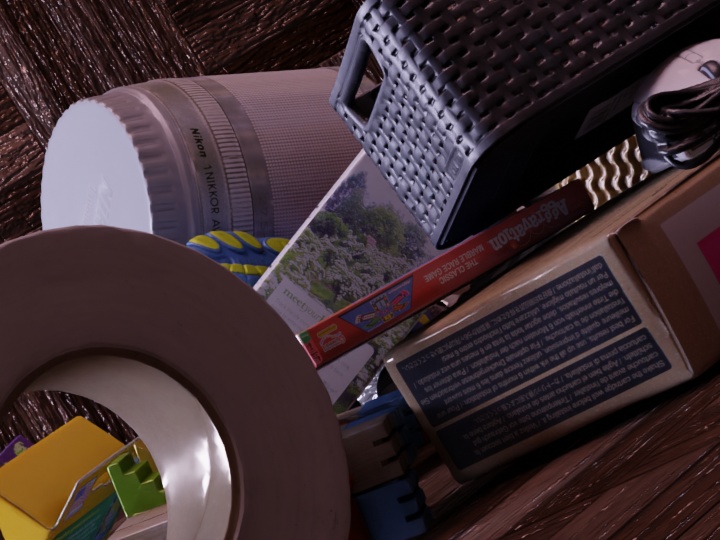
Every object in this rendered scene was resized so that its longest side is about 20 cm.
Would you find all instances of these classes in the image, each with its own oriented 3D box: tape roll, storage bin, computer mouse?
[{"bbox_3d":[-0.107,0.088,1.081,0.202,0.203,0.071,-33,3,-30],"label":"tape roll"},{"bbox_3d":[0.096,-0.113,1.327,0.199,0.094,0.135,-33,-13,-19],"label":"storage bin"},{"bbox_3d":[0.155,-0.080,1.240,0.109,0.044,0.200,-33,1,-6],"label":"computer mouse"}]

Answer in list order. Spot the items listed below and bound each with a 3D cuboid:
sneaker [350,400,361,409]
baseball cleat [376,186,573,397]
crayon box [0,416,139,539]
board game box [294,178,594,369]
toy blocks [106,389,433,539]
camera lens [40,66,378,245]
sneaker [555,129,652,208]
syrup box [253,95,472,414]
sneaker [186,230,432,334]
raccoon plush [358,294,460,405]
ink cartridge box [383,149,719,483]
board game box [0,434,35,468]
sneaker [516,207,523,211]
[{"bbox_3d":[-0.092,0.115,1.659,0.199,0.109,0.070,-32,1,4],"label":"sneaker"},{"bbox_3d":[0.090,0.006,1.511,0.199,0.107,0.070,-25,-27,21],"label":"baseball cleat"},{"bbox_3d":[-0.188,0.164,1.549,0.201,0.051,0.126,-61,-10,22],"label":"crayon box"},{"bbox_3d":[0.014,0.017,1.297,0.200,0.020,0.103,-28,-3,-42],"label":"board game box"},{"bbox_3d":[-0.029,0.106,1.262,0.136,0.100,0.200,-21,4,11],"label":"toy blocks"},{"bbox_3d":[-0.072,-0.038,1.690,0.199,0.161,0.160,-6,-13,-32],"label":"camera lens"},{"bbox_3d":[0.197,-0.054,1.418,0.199,0.075,0.090,-3,14,33],"label":"sneaker"},{"bbox_3d":[0.000,0.000,1.489,0.200,0.079,0.081,-52,2,-1],"label":"syrup box"},{"bbox_3d":[-0.036,0.028,1.604,0.199,0.071,0.083,7,-55,-40],"label":"sneaker"},{"bbox_3d":[-0.003,0.088,1.793,0.201,0.096,0.134,-56,12,3],"label":"raccoon plush"},{"bbox_3d":[0.132,0.003,1.270,0.200,0.075,0.164,-32,2,-42],"label":"ink cartridge box"},{"bbox_3d":[-0.236,0.195,1.631,0.120,0.032,0.201,-43,-18,-39],"label":"board game box"},{"bbox_3d":[0.188,-0.047,1.726,0.199,0.076,0.088,-11,-19,42],"label":"sneaker"}]
